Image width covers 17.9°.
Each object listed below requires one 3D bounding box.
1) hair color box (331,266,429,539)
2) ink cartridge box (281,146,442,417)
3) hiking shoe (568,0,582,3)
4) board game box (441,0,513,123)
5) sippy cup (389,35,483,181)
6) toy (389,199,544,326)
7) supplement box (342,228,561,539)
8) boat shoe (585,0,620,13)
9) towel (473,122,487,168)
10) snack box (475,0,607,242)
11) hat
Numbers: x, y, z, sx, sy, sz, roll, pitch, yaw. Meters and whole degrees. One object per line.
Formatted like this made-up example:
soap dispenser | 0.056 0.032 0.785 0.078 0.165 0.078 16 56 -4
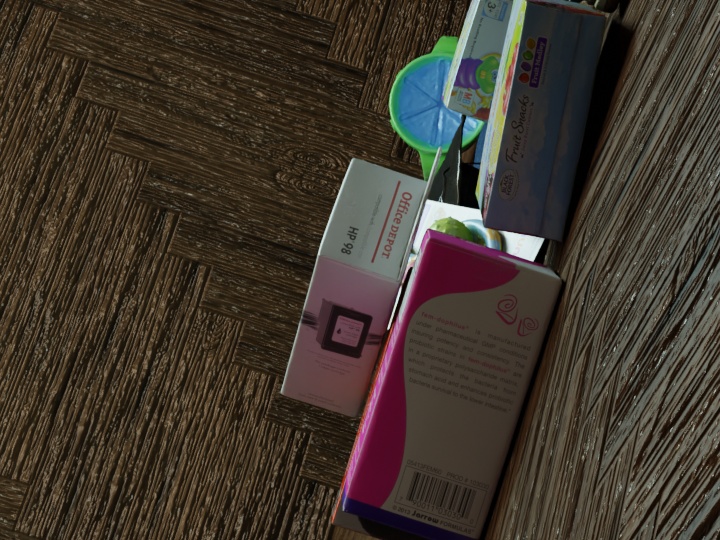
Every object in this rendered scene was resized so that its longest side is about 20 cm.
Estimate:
hair color box | 0.054 0.107 1.724 0.061 0.101 0.202 -114 41 -89
ink cartridge box | 0.000 0.000 1.744 0.116 0.066 0.201 -71 -2 -46
hiking shoe | 0.204 -0.326 1.961 0.101 0.075 0.202 -127 45 -78
board game box | 0.133 -0.177 1.974 0.200 0.102 0.106 -85 12 -84
sippy cup | 0.111 -0.210 3.045 0.178 0.140 0.130 -48 -10 -1
toy | 0.059 -0.004 1.836 0.200 0.047 0.116 12 76 59
supplement box | 0.064 0.081 1.624 0.103 0.100 0.202 -79 7 -84
boat shoe | 0.181 -0.271 1.806 0.203 0.074 0.075 -75 3 -55
towel | 0.148 -0.150 2.213 0.201 0.048 0.112 109 177 -53
snack box | 0.134 -0.121 1.737 0.200 0.067 0.170 -72 -7 -82
hat | 0.100 -0.035 1.984 0.201 0.080 0.203 -170 90 -86
